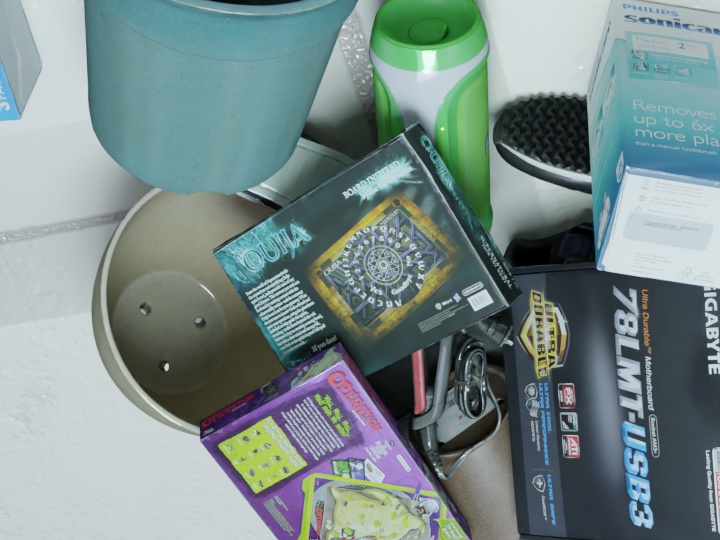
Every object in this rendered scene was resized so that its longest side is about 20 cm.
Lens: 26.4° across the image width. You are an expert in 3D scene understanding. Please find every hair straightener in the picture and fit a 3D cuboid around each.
[{"bbox_3d":[0.070,0.057,1.093,0.076,0.041,0.202,3,108,15],"label":"hair straightener"}]

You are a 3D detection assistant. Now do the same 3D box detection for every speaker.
[{"bbox_3d":[0.052,-0.095,1.088,0.088,0.089,0.201,0,133,7],"label":"speaker"}]

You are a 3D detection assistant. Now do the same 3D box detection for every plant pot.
[{"bbox_3d":[0.122,0.174,1.227,0.186,0.188,0.201,-19,126,23],"label":"plant pot"},{"bbox_3d":[-0.096,-0.165,0.982,0.198,0.201,0.197,12,142,-5],"label":"plant pot"}]

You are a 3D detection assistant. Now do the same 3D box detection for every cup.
[{"bbox_3d":[-0.126,0.036,1.184,0.199,0.202,0.143,29,157,-19],"label":"cup"}]

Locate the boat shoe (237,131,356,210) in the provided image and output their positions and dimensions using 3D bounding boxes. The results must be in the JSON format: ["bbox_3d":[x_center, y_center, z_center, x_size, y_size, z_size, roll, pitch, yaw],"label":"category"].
[{"bbox_3d":[-0.078,-0.086,1.125,0.199,0.076,0.060,36,173,-5],"label":"boat shoe"}]

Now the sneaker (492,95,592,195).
[{"bbox_3d":[0.190,-0.063,1.114,0.198,0.070,0.090,10,143,2],"label":"sneaker"}]

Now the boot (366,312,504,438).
[{"bbox_3d":[0.050,0.071,1.264,0.199,0.073,0.182,-20,128,32],"label":"boot"}]

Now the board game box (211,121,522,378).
[{"bbox_3d":[0.000,0.000,1.066,0.199,0.028,0.136,-28,95,38],"label":"board game box"}]

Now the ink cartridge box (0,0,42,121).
[{"bbox_3d":[-0.341,-0.164,1.084,0.198,0.068,0.116,-2,132,10],"label":"ink cartridge box"}]

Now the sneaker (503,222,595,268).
[{"bbox_3d":[0.193,0.001,1.140,0.199,0.071,0.078,-9,139,45],"label":"sneaker"}]

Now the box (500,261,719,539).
[{"bbox_3d":[0.189,0.092,1.065,0.049,0.202,0.198,-3,180,-43],"label":"box"}]

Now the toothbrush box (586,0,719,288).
[{"bbox_3d":[0.228,-0.083,0.999,0.145,0.201,0.086,9,130,-1],"label":"toothbrush box"}]

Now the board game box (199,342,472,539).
[{"bbox_3d":[-0.015,0.156,1.112,0.119,0.032,0.201,-27,120,12],"label":"board game box"}]
